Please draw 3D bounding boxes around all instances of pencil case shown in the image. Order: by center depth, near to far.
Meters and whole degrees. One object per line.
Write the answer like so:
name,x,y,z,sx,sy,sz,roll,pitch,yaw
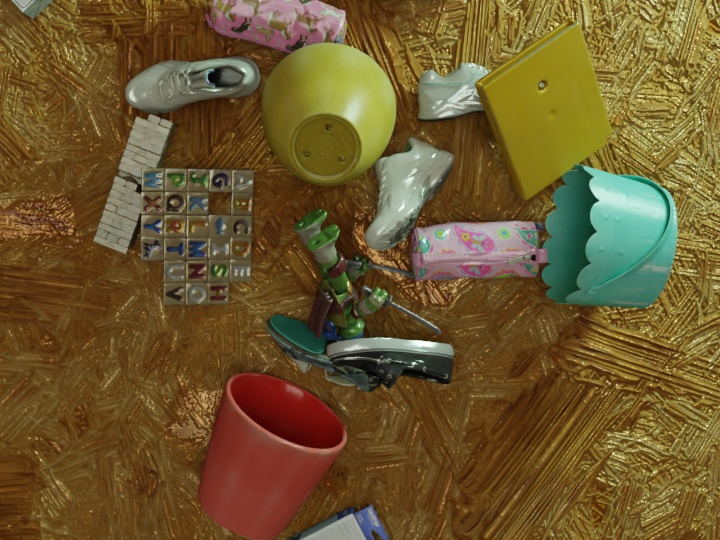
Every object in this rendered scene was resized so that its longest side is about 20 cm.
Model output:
pencil case,-0.119,-0.360,1.484,0.197,0.087,0.083,18,132,-4
pencil case,0.172,-0.028,1.522,0.197,0.087,0.089,-1,96,-3

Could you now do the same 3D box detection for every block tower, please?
block tower,-0.330,-0.129,1.511,0.053,0.058,0.202,20,93,-4

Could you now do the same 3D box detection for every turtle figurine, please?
turtle figurine,0.000,0.000,1.478,0.198,0.145,0.195,-13,126,23

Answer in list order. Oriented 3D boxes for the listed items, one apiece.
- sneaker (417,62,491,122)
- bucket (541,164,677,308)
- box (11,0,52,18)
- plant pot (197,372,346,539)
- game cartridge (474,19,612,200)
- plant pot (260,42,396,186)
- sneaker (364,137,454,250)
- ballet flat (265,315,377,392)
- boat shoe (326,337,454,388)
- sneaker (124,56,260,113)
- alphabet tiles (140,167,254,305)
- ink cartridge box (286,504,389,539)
sneaker,0.179,-0.268,1.509,0.197,0.070,0.081,-7,93,-1
bucket,0.355,-0.043,1.476,0.133,0.207,0.210,8,95,-8
box,-0.502,-0.476,1.467,0.116,0.060,0.201,-40,95,2
plant pot,-0.140,0.276,1.499,0.198,0.201,0.179,24,105,-4
game cartridge,0.268,-0.229,1.484,0.175,0.032,0.201,-34,125,-10
plant pot,-0.047,-0.199,1.437,0.197,0.142,0.202,0,118,0
sneaker,0.051,-0.114,1.501,0.099,0.078,0.201,32,59,9
ballet flat,-0.056,0.132,1.544,0.198,0.074,0.075,22,95,0
boat shoe,0.046,0.139,1.496,0.198,0.070,0.067,6,72,-25
sneaker,-0.245,-0.274,1.484,0.197,0.087,0.076,-13,98,0
alphabet tiles,-0.240,-0.049,1.517,0.165,0.008,0.203,-1,100,-19
ink cartridge box,-0.046,0.449,1.586,0.198,0.042,0.120,-27,96,3
